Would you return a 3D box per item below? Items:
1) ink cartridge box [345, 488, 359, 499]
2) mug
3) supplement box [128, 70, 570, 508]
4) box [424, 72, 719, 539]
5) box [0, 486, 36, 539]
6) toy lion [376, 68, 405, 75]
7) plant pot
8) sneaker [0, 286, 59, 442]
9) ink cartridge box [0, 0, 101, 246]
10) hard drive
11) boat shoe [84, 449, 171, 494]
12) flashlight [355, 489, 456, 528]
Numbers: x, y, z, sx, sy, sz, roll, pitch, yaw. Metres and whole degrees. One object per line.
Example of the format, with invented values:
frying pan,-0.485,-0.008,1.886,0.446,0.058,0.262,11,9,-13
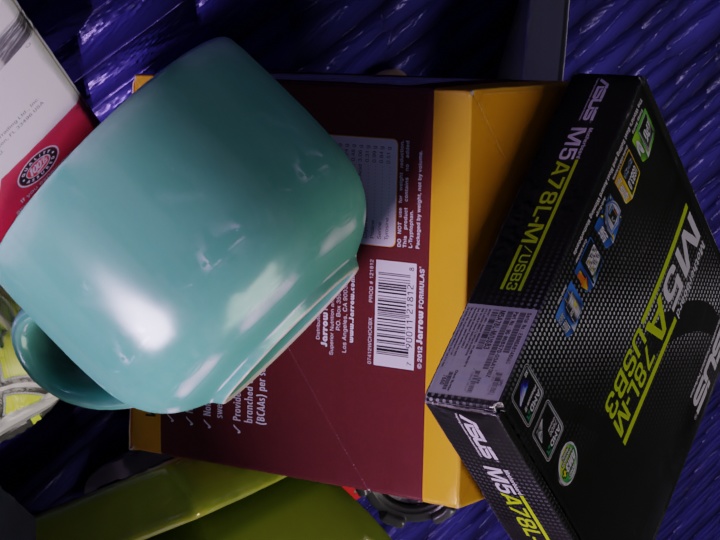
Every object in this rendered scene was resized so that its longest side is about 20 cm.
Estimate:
ink cartridge box,0.009,0.079,1.426,0.116,0.067,0.200,-27,150,-40
mug,-0.074,-0.006,0.898,0.152,0.114,0.185,-45,176,-21
supplement box,0.000,0.000,1.011,0.133,0.200,0.198,-10,104,-56
box,0.117,0.039,0.971,0.193,0.047,0.200,57,50,-42
box,-0.247,0.211,0.906,0.199,0.197,0.124,-13,159,5
toy lion,-0.030,-0.009,1.232,0.191,0.069,0.200,-33,154,-16
plant pot,-0.090,0.195,1.106,0.200,0.182,0.199,-24,177,28
sneaker,-0.208,0.054,0.975,0.200,0.075,0.076,-43,159,-16
ink cartridge box,-0.201,-0.066,0.777,0.145,0.083,0.200,-44,158,-8
hard drive,0.097,-0.092,1.266,0.200,0.026,0.132,105,-4,-50
boat shoe,-0.080,0.116,1.242,0.200,0.072,0.066,-27,-176,30
flashlight,0.032,0.076,1.187,0.200,0.068,0.068,-82,-170,-65
